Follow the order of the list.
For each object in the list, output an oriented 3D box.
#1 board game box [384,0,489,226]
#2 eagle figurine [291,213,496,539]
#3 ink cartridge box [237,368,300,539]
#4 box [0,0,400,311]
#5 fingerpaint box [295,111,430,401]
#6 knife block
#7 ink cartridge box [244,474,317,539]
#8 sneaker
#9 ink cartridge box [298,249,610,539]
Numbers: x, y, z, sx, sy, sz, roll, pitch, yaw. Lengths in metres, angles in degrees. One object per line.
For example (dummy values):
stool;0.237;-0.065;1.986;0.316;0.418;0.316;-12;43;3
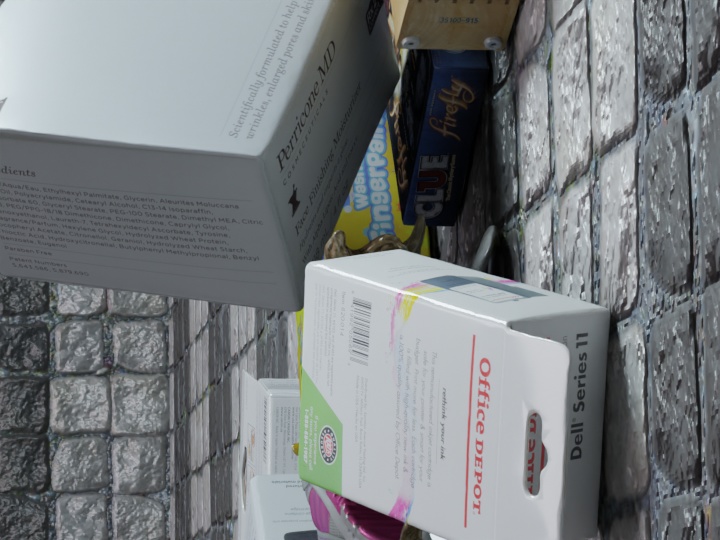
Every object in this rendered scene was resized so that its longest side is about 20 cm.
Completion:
board game box;0.040;-0.146;1.602;0.136;0.035;0.200;100;167;-47
eagle figurine;0.037;0.081;1.431;0.200;0.151;0.152;59;-152;11
ink cartridge box;-0.075;0.194;2.294;0.176;0.045;0.200;-151;62;-79
box;-0.105;-0.099;1.517;0.131;0.200;0.199;75;-151;-47
fingerpaint box;0.000;0.000;1.729;0.167;0.073;0.200;106;161;-63
knife block;0.050;-0.219;1.445;0.200;0.064;0.176;105;162;-60
ink cartridge box;-0.039;0.272;1.938;0.200;0.083;0.145;-101;14;-49
sneaker;0.005;0.168;1.619;0.200;0.081;0.088;-117;30;-73
ink cartridge box;0.055;0.065;1.252;0.200;0.067;0.117;18;109;51
